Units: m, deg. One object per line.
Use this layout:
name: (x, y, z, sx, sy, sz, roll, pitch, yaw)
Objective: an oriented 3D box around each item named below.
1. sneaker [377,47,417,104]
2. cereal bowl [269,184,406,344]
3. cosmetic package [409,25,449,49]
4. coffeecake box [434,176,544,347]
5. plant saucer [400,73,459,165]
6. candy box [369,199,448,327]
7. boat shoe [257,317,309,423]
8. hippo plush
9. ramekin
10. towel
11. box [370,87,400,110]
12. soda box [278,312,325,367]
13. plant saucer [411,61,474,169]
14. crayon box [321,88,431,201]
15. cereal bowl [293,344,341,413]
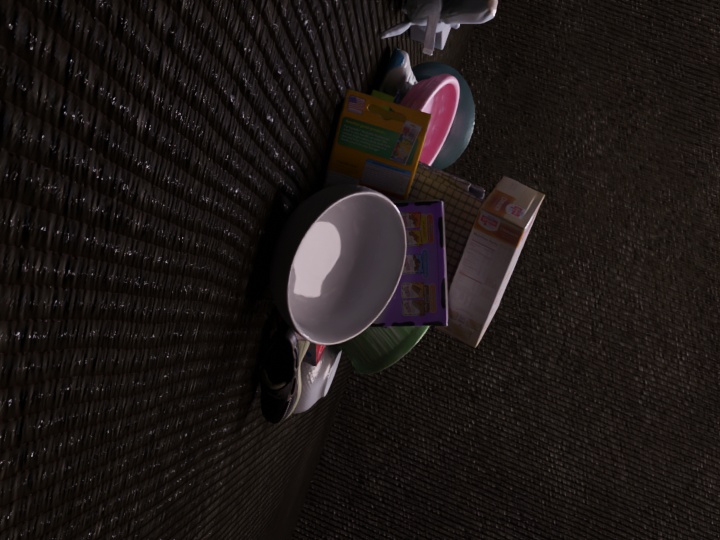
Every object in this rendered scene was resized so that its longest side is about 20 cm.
sneaker: (0.076, -0.318, 1.435, 0.200, 0.079, 0.078, 85, 27, -74)
cereal bowl: (-0.038, -0.015, 1.035, 0.197, 0.083, 0.205, -23, 126, -35)
cosmetic package: (0.134, -0.484, 1.470, 0.200, 0.070, 0.104, 25, 85, -85)
coffeecake box: (0.192, -0.015, 1.211, 0.154, 0.072, 0.204, -45, 156, -58)
plant saucer: (0.100, -0.244, 1.397, 0.202, 0.050, 0.202, -52, 161, -25)
candy box: (0.024, -0.010, 1.149, 0.072, 0.194, 0.173, -43, 131, -79)
boat shoe: (-0.124, 0.153, 1.215, 0.065, 0.072, 0.204, -42, 150, -54)
hippo plush: (0.140, -0.424, 1.286, 0.161, 0.156, 0.205, -25, 135, -81)
ramekin: (0.034, 0.079, 1.487, 0.198, 0.098, 0.201, -37, -159, 16)
towel: (0.086, -0.082, 1.278, 0.086, 0.196, 0.169, -55, 167, -74)
box: (0.007, -0.197, 1.337, 0.123, 0.047, 0.203, 102, 10, -57)
soda box: (-0.087, 0.089, 1.305, 0.201, 0.069, 0.065, 96, 18, -69)
plant saucer: (0.120, -0.288, 1.531, 0.036, 0.198, 0.204, -8, 122, -54)
crayon box: (0.019, -0.158, 1.165, 0.052, 0.123, 0.203, -76, -178, -56)
cereal bowl: (-0.089, 0.178, 1.544, 0.200, 0.081, 0.205, 20, 89, -84)
